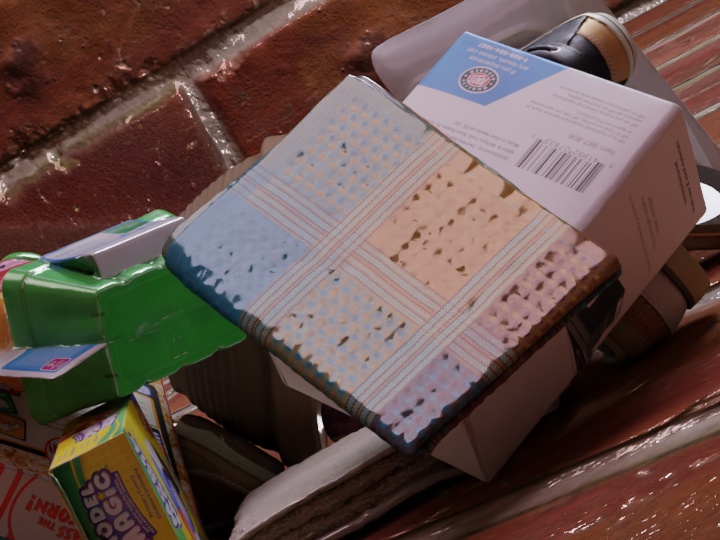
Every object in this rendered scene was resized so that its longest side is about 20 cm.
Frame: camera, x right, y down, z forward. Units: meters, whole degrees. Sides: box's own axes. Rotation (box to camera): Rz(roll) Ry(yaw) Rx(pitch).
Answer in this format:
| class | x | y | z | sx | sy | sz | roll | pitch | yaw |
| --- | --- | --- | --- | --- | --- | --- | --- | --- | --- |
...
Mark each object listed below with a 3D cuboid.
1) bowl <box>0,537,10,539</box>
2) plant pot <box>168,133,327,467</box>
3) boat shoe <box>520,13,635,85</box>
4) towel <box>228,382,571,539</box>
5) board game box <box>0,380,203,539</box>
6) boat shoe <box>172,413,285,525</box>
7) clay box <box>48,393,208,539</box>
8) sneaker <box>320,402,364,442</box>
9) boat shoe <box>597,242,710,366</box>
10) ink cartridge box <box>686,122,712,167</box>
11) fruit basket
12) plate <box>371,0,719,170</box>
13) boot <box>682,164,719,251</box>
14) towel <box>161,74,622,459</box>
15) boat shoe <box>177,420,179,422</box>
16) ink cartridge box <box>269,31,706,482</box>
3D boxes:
| class | x | y | z | sx | sy | sz | roll | pitch | yaw |
| --- | --- | --- | --- | --- | --- | --- | --- | --- | --- |
| bowl | -0.234 | 0.157 | 1.607 | 0.105 | 0.200 | 0.201 | -61 | -6 | 20 |
| plant pot | -0.071 | 0.020 | 1.662 | 0.092 | 0.202 | 0.201 | -3 | 8 | 2 |
| boat shoe | 0.097 | -0.100 | 1.772 | 0.062 | 0.075 | 0.200 | -38 | 3 | -42 |
| towel | 0.020 | 0.098 | 1.457 | 0.199 | 0.035 | 0.133 | -30 | 4 | 3 |
| board game box | -0.181 | 0.092 | 1.610 | 0.046 | 0.151 | 0.200 | -61 | 23 | 21 |
| boat shoe | -0.105 | 0.136 | 1.682 | 0.076 | 0.072 | 0.200 | -58 | 13 | -14 |
| clay box | -0.114 | 0.133 | 1.422 | 0.047 | 0.115 | 0.200 | -27 | 6 | -2 |
| sneaker | 0.000 | 0.000 | 1.618 | 0.075 | 0.090 | 0.201 | -12 | 56 | 60 |
| boat shoe | 0.103 | -0.005 | 1.498 | 0.068 | 0.075 | 0.200 | -48 | 31 | -10 |
| ink cartridge box | 0.125 | -0.019 | 1.758 | 0.199 | 0.068 | 0.115 | -29 | 5 | 22 |
| fruit basket | -0.173 | 0.018 | 1.547 | 0.199 | 0.094 | 0.185 | 9 | 23 | 41 |
| plate | 0.122 | -0.098 | 1.848 | 0.199 | 0.200 | 0.032 | -24 | 22 | 46 |
| boot | 0.157 | -0.018 | 1.637 | 0.199 | 0.076 | 0.074 | 0 | 25 | 40 |
| towel | 0.011 | -0.004 | 1.337 | 0.147 | 0.022 | 0.200 | -42 | 52 | -15 |
| boat shoe | -0.167 | 0.142 | 1.903 | 0.074 | 0.062 | 0.200 | -28 | 4 | 38 |
| ink cartridge box | 0.059 | -0.010 | 1.396 | 0.144 | 0.084 | 0.200 | 23 | 61 | 35 |
